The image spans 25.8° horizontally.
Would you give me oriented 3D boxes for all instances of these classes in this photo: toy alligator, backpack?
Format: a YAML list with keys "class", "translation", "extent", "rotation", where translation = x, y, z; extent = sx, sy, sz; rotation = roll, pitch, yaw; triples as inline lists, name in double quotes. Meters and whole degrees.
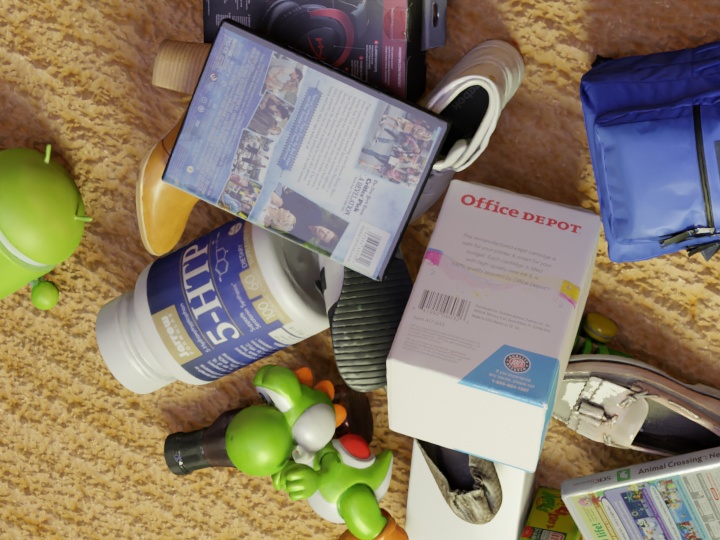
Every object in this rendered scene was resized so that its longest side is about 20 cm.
- class: "toy alligator"
  translation: [0.153, 0.048, 1.353]
  extent: [0.199, 0.054, 0.059]
  rotation: [30, 115, 4]
- class: "backpack"
  translation: [0.279, -0.088, 1.205]
  extent: [0.199, 0.168, 0.163]
  rotation: [-9, 108, 12]

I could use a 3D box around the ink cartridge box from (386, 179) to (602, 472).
- class: "ink cartridge box"
  translation: [0.111, 0.034, 1.261]
  extent: [0.128, 0.201, 0.125]
  rotation: [16, 150, 11]

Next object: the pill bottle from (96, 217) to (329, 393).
- class: "pill bottle"
  translation: [-0.129, 0.031, 1.388]
  extent: [0.199, 0.120, 0.120]
  rotation: [-26, 100, 23]

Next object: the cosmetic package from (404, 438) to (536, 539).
- class: "cosmetic package"
  translation: [0.101, 0.185, 1.403]
  extent: [0.107, 0.085, 0.201]
  rotation: [12, 113, 13]

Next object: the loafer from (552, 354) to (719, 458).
- class: "loafer"
  translation: [0.241, 0.123, 1.316]
  extent: [0.199, 0.063, 0.072]
  rotation: [13, 125, -11]

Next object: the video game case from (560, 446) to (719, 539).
- class: "video game case"
  translation: [0.292, 0.231, 1.356]
  extent: [0.181, 0.022, 0.200]
  rotation: [-16, 128, 21]

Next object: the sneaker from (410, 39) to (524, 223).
- class: "sneaker"
  translation: [0.053, -0.098, 1.297]
  extent: [0.074, 0.116, 0.200]
  rotation: [37, 117, -1]

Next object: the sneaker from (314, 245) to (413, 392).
- class: "sneaker"
  translation: [0.000, 0.000, 1.319]
  extent: [0.074, 0.088, 0.201]
  rotation: [-2, 89, -14]

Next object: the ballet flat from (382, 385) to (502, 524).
- class: "ballet flat"
  translation: [0.061, 0.121, 1.316]
  extent: [0.067, 0.046, 0.201]
  rotation: [-28, 80, 13]

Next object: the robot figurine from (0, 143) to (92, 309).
- class: "robot figurine"
  translation: [-0.337, -0.036, 1.436]
  extent: [0.199, 0.116, 0.176]
  rotation: [-28, 95, 23]

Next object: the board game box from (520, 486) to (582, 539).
- class: "board game box"
  translation: [0.166, 0.311, 1.420]
  extent: [0.047, 0.102, 0.201]
  rotation: [9, 112, 14]

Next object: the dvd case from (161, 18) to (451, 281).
- class: "dvd case"
  translation: [-0.044, -0.095, 1.244]
  extent: [0.199, 0.018, 0.143]
  rotation: [25, 108, 3]

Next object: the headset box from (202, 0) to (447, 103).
- class: "headset box"
  translation: [-0.026, -0.216, 1.298]
  extent: [0.199, 0.075, 0.150]
  rotation: [6, 112, 15]

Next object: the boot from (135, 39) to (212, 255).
- class: "boot"
  translation: [-0.106, -0.089, 1.299]
  extent: [0.143, 0.071, 0.202]
  rotation: [14, 117, 12]

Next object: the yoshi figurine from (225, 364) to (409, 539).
- class: "yoshi figurine"
  translation: [-0.049, 0.180, 1.367]
  extent: [0.112, 0.112, 0.201]
  rotation: [-24, 107, 31]

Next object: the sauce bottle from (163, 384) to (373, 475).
- class: "sauce bottle"
  translation: [-0.088, 0.155, 1.459]
  extent: [0.199, 0.066, 0.066]
  rotation: [-16, 104, 21]
